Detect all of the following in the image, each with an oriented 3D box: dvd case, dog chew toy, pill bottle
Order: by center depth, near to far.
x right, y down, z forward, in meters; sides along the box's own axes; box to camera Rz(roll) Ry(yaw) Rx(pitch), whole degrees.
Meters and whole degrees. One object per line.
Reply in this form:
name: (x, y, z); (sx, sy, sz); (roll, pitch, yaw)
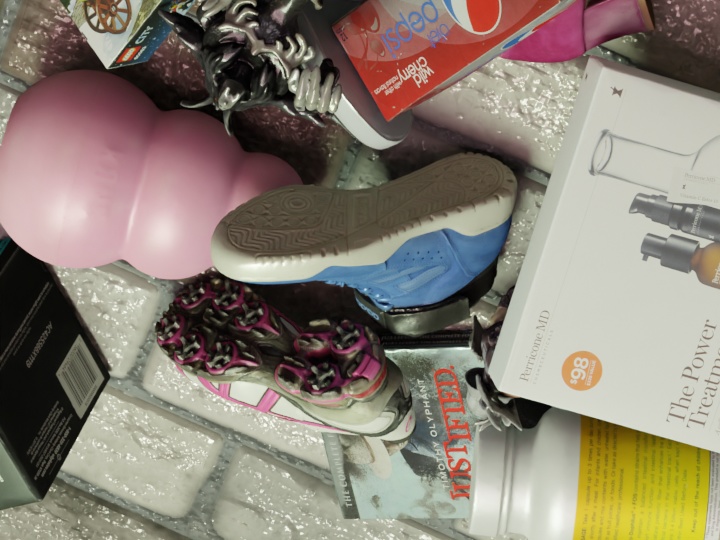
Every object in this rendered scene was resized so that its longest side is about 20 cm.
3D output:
dog chew toy: (-0.126, -0.050, 1.758); (0.199, 0.125, 0.125); (15, 127, -2)
pill bottle: (0.170, 0.138, 1.781); (0.199, 0.104, 0.104); (5, 126, 0)
dvd case: (0.070, 0.103, 1.861); (0.199, 0.022, 0.146); (-1, 124, 19)

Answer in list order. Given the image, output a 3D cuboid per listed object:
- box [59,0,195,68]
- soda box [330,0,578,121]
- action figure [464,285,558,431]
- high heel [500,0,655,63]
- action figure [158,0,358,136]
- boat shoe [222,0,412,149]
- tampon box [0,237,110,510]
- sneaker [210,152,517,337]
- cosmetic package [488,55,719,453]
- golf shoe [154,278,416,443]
box: (-0.122, -0.233, 1.636); (0.137, 0.038, 0.200); (54, 128, 15)
soda box: (0.066, -0.156, 1.601); (0.070, 0.063, 0.200); (59, 147, -1)
action figure: (0.126, 0.024, 1.725); (0.069, 0.130, 0.200); (23, 116, -28)
high heel: (0.099, -0.205, 1.608); (0.096, 0.067, 0.200); (-13, 133, 13)
action figure: (-0.046, -0.146, 1.592); (0.119, 0.102, 0.200); (36, 117, -1)
boat shoe: (-0.049, -0.148, 1.691); (0.068, 0.074, 0.199); (-30, 109, 39)
tampon box: (-0.299, 0.085, 1.883); (0.200, 0.150, 0.126); (-15, 118, 26)
sneaker: (0.001, 0.001, 1.731); (0.199, 0.077, 0.111); (-16, 134, -25)
cosmetic package: (0.176, -0.008, 1.642); (0.150, 0.052, 0.201); (16, 100, -7)
golf shoe: (-0.051, 0.067, 1.816); (0.200, 0.073, 0.092); (19, 154, 40)
